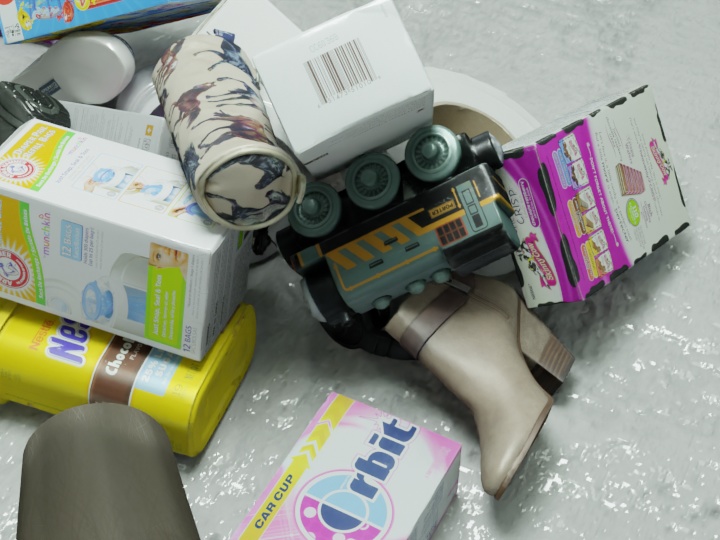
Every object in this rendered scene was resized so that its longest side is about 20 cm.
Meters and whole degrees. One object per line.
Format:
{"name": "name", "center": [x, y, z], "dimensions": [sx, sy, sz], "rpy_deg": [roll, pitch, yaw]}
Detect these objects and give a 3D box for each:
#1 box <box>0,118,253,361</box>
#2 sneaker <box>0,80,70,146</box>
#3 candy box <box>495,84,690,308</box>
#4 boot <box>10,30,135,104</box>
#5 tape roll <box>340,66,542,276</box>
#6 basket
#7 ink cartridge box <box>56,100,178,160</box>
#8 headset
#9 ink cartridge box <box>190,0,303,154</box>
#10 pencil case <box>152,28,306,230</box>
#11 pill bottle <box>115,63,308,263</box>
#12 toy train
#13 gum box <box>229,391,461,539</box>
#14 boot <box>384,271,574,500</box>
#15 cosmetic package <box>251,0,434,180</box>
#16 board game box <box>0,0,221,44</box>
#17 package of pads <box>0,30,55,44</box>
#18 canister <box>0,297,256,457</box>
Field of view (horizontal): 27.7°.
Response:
{"name": "box", "center": [-0.194, -0.026, 1.147], "dimensions": [0.200, 0.113, 0.101], "rpy_deg": [17, 38, 9]}
{"name": "sneaker", "center": [-0.280, -0.089, 1.295], "dimensions": [0.076, 0.091, 0.200], "rpy_deg": [17, 20, -40]}
{"name": "candy box", "center": [0.196, -0.066, 1.247], "dimensions": [0.061, 0.137, 0.200], "rpy_deg": [-9, 13, 43]}
{"name": "boot", "center": [-0.261, -0.202, 1.406], "dimensions": [0.200, 0.073, 0.090], "rpy_deg": [-9, 28, 48]}
{"name": "tape roll", "center": [0.086, -0.091, 1.305], "dimensions": [0.202, 0.071, 0.203], "rpy_deg": [17, 41, -15]}
{"name": "basket", "center": [-0.179, 0.201, 1.032], "dimensions": [0.136, 0.180, 0.200], "rpy_deg": [25, 29, -30]}
{"name": "ink cartridge box", "center": [-0.238, -0.100, 1.327], "dimensions": [0.200, 0.095, 0.037], "rpy_deg": [13, 4, 41]}
{"name": "headset", "center": [0.000, 0.000, 1.252], "dimensions": [0.200, 0.094, 0.124], "rpy_deg": [18, 48, 2]}
{"name": "ink cartridge box", "center": [-0.073, -0.174, 1.315], "dimensions": [0.145, 0.200, 0.084], "rpy_deg": [42, 93, -4]}
{"name": "pencil case", "center": [-0.101, -0.109, 1.121], "dimensions": [0.089, 0.078, 0.200], "rpy_deg": [-12, 38, -11]}
{"name": "pill bottle", "center": [-0.143, -0.105, 1.340], "dimensions": [0.111, 0.112, 0.200], "rpy_deg": [-26, 51, -22]}
{"name": "toy train", "center": [0.031, -0.035, 1.161], "dimensions": [0.200, 0.085, 0.114], "rpy_deg": [-25, 71, 11]}
{"name": "gum box", "center": [-0.013, 0.190, 1.091], "dimensions": [0.113, 0.066, 0.200], "rpy_deg": [22, 50, 18]}
{"name": "boot", "center": [0.086, 0.078, 1.169], "dimensions": [0.146, 0.070, 0.200], "rpy_deg": [33, 38, 3]}
{"name": "cosmetic package", "center": [-0.008, -0.133, 1.104], "dimensions": [0.113, 0.200, 0.081], "rpy_deg": [-25, 86, 4]}
{"name": "board game box", "center": [-0.206, -0.265, 1.381], "dimensions": [0.196, 0.056, 0.200], "rpy_deg": [-8, 8, 31]}
{"name": "package of pads", "center": [-0.331, -0.335, 1.584], "dimensions": [0.120, 0.076, 0.200], "rpy_deg": [13, 48, 16]}
{"name": "canister", "center": [-0.202, 0.063, 1.200], "dimensions": [0.200, 0.087, 0.149], "rpy_deg": [15, 46, 12]}
